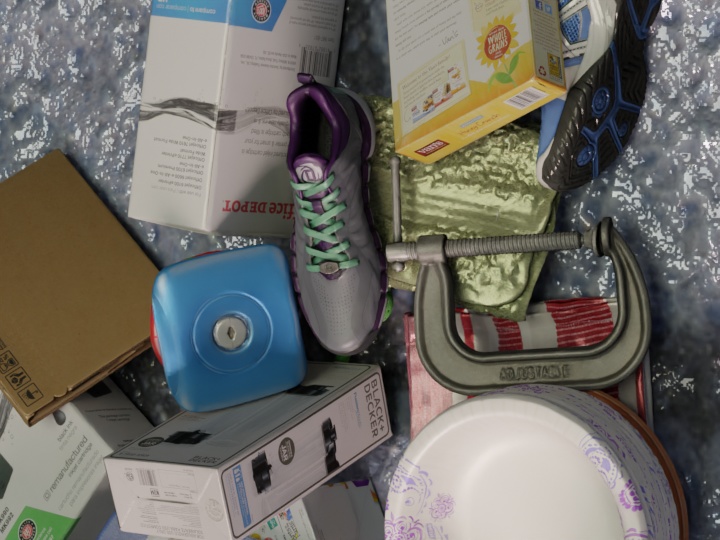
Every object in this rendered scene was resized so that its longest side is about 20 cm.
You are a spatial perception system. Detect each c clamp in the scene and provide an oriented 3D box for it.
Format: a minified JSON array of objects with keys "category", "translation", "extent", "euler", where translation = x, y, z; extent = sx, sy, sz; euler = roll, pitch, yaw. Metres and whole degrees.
[{"category":"c clamp","translation":[0.110,0.005,1.531],"extent":[0.199,0.027,0.172],"euler":[2,87,17]}]

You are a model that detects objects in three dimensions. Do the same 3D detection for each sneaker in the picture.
[{"category":"sneaker","translation":[-0.030,-0.040,1.556],"extent":[0.074,0.087,0.201],"euler":[-10,77,21]},{"category":"sneaker","translation":[0.159,-0.154,1.532],"extent":[0.077,0.076,0.201],"euler":[16,89,39]}]

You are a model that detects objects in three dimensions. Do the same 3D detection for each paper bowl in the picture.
[{"category":"paper bowl","translation":[0.125,0.178,1.489],"extent":[0.200,0.104,0.202],"euler":[4,97,32]}]

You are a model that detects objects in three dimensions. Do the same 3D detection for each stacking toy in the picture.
[{"category":"stacking toy","translation":[-0.120,0.026,1.664],"extent":[0.200,0.109,0.117],"euler":[-141,39,-71]}]

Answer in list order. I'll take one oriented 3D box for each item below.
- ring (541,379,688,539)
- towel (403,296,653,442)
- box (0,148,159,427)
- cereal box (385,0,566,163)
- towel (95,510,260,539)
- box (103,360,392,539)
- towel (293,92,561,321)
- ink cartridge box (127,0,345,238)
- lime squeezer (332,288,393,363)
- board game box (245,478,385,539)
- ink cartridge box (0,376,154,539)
[{"category":"ring","translation":[0.145,0.177,1.549],"extent":[0.200,0.019,0.202],"euler":[4,97,32]},{"category":"towel","translation":[0.120,0.095,1.580],"extent":[0.199,0.023,0.145],"euler":[-5,88,33]},{"category":"box","translation":[-0.260,0.010,1.771],"extent":[0.163,0.021,0.200],"euler":[-34,65,-17]},{"category":"cereal box","translation":[0.079,-0.195,1.552],"extent":[0.144,0.039,0.201],"euler":[-25,58,43]},{"category":"towel","translation":[-0.129,0.249,1.570],"extent":[0.199,0.024,0.147],"euler":[16,61,29]},{"category":"box","translation":[-0.080,0.130,1.597],"extent":[0.116,0.200,0.060],"euler":[1,111,37]},{"category":"towel","translation":[0.052,-0.052,1.592],"extent":[0.199,0.036,0.149],"euler":[14,87,25]},{"category":"ink cartridge box","translation":[-0.093,-0.130,1.647],"extent":[0.083,0.145,0.201],"euler":[10,95,33]},{"category":"lime squeezer","translation":[0.000,0.000,1.659],"extent":[0.071,0.038,0.201],"euler":[-176,87,-65]},{"category":"board game box","translation":[-0.078,0.247,1.660],"extent":[0.199,0.103,0.105],"euler":[-27,76,29]},{"category":"ink cartridge box","translation":[-0.273,0.141,1.799],"extent":[0.200,0.084,0.146],"euler":[44,111,26]}]
